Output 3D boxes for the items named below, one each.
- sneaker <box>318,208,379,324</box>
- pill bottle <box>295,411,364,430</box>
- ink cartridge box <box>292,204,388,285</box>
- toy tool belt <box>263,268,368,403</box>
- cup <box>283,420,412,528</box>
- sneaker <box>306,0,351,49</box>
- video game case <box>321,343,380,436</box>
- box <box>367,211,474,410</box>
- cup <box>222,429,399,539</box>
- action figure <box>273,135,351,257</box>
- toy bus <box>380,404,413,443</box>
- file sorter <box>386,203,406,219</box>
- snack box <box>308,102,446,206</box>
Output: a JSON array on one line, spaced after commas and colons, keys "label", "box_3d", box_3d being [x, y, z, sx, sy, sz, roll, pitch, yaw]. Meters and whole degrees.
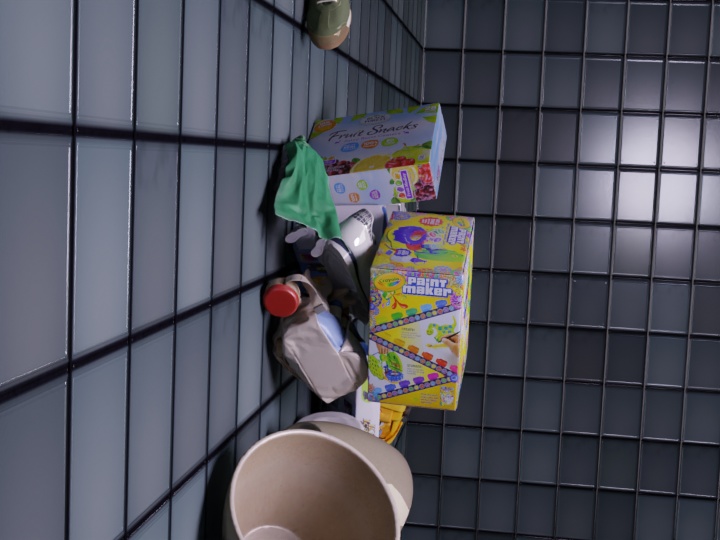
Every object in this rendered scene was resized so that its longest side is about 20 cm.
[{"label": "sneaker", "box_3d": [0.000, 0.000, 1.510, 0.081, 0.076, 0.201, -51, 157, -22]}, {"label": "pill bottle", "box_3d": [-0.048, 0.326, 1.676, 0.111, 0.109, 0.203, -66, 158, -68]}, {"label": "ink cartridge box", "box_3d": [-0.019, -0.020, 1.640, 0.200, 0.134, 0.077, 75, 16, -67]}, {"label": "toy tool belt", "box_3d": [-0.064, 0.068, 1.478, 0.201, 0.124, 0.123, 57, 18, -27]}, {"label": "cup", "box_3d": [-0.050, 0.279, 1.465, 0.143, 0.198, 0.202, 49, 37, -38]}, {"label": "sneaker", "box_3d": [-0.048, -0.416, 1.568, 0.090, 0.066, 0.202, 68, 25, -55]}, {"label": "video game case", "box_3d": [-0.018, 0.205, 1.801, 0.200, 0.045, 0.184, -154, -114, -71]}, {"label": "box", "box_3d": [0.084, 0.049, 1.490, 0.200, 0.120, 0.195, -66, 160, -65]}, {"label": "cup", "box_3d": [-0.074, 0.302, 1.247, 0.202, 0.198, 0.144, -79, -164, -44]}, {"label": "action figure", "box_3d": [-0.073, -0.107, 1.439, 0.118, 0.055, 0.201, 31, 33, -31]}, {"label": "toy bus", "box_3d": [0.032, 0.296, 2.269, 0.200, 0.134, 0.194, -39, 147, -77]}, {"label": "file sorter", "box_3d": [0.010, -0.095, 1.840, 0.201, 0.137, 0.126, 83, 11, -53]}, {"label": "snack box", "box_3d": [0.019, -0.164, 1.622, 0.170, 0.197, 0.068, -75, 156, -51]}]
